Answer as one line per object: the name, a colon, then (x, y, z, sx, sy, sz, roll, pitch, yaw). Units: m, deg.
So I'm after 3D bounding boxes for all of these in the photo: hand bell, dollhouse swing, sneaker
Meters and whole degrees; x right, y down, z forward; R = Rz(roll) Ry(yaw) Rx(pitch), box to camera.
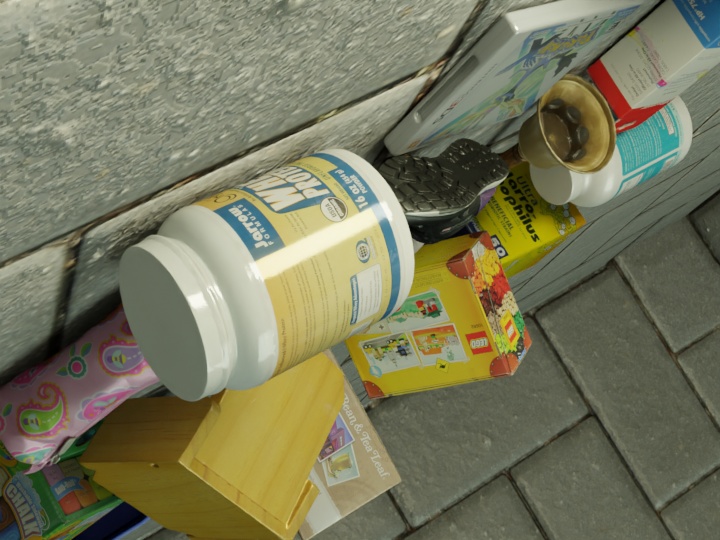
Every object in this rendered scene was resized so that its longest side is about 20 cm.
hand bell: (0.170, -0.125, 1.349, 0.103, 0.105, 0.199, -25, 180, -34)
dollhouse swing: (-0.139, 0.153, 1.258, 0.179, 0.178, 0.200, -5, 147, 31)
sneaker: (0.064, -0.053, 1.135, 0.199, 0.076, 0.088, -20, 145, -54)

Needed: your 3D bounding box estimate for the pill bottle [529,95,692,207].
pill bottle: (0.292, -0.145, 1.485, 0.198, 0.112, 0.111, -26, 168, -32)

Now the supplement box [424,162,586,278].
supplement box: (0.164, -0.051, 1.547, 0.199, 0.110, 0.109, -23, 167, -44)

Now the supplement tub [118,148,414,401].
supplement tub: (-0.071, 0.003, 0.973, 0.198, 0.146, 0.145, -26, 169, -33)

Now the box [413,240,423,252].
box: (0.000, 0.000, 1.332, 0.144, 0.037, 0.200, -33, -175, 35)

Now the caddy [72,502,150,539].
caddy: (-0.304, 0.240, 1.409, 0.198, 0.143, 0.105, -32, 173, -6)

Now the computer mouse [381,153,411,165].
computer mouse: (-0.013, -0.026, 1.183, 0.199, 0.044, 0.110, -40, 156, -4)

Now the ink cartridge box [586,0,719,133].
ink cartridge box: (0.318, -0.224, 1.309, 0.116, 0.068, 0.200, -19, 163, -50)

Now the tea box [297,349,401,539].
tea box: (-0.070, 0.164, 1.436, 0.132, 0.202, 0.197, -30, -169, -7)

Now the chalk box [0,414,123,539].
chalk box: (-0.324, 0.214, 1.268, 0.199, 0.125, 0.124, -36, 170, 22)

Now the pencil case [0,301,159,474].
pencil case: (-0.231, 0.093, 1.093, 0.199, 0.088, 0.087, -35, 170, 11)

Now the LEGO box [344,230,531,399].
LEGO box: (0.076, 0.055, 1.457, 0.198, 0.151, 0.077, -13, -160, 33)

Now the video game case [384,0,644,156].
video game case: (0.136, -0.176, 1.107, 0.199, 0.022, 0.182, -23, 167, -44)
